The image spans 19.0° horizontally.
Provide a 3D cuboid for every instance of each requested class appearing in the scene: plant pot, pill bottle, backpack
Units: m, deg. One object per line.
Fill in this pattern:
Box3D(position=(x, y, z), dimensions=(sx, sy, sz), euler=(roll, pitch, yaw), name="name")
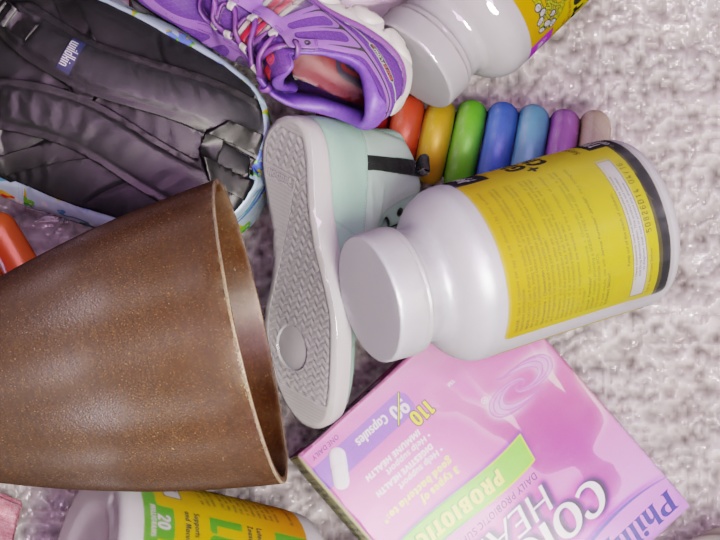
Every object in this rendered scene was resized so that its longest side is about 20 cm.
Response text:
Box3D(position=(-0.161, 0.059, 1.299), dimensions=(0.199, 0.187, 0.188), euler=(-13, 85, 2), name="plant pot")
Box3D(position=(0.092, -0.008, 1.348), dimensions=(0.199, 0.112, 0.113), euler=(-16, 86, -25), name="pill bottle")
Box3D(position=(-0.088, 0.202, 1.384), dimensions=(0.199, 0.111, 0.112), euler=(17, 82, -28), name="pill bottle")
Box3D(position=(-0.150, -0.094, 1.427), dimensions=(0.199, 0.154, 0.164), euler=(17, 79, 17), name="backpack")
Box3D(position=(0.100, -0.201, 1.453), dimensions=(0.104, 0.104, 0.200), euler=(45, 72, 1), name="pill bottle")

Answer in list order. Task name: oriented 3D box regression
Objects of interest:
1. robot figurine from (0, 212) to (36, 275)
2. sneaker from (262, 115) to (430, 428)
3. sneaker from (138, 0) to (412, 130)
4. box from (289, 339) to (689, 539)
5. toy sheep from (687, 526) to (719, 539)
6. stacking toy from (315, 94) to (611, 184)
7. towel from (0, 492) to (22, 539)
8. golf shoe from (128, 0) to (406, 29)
Box3D(position=(-0.288, 0.025, 1.406), dimensions=(0.116, 0.144, 0.201), euler=(-28, 87, 32), name="robot figurine")
Box3D(position=(0.000, 0.000, 1.405), dimensions=(0.118, 0.074, 0.202), euler=(-3, 92, -43), name="sneaker")
Box3D(position=(-0.060, -0.156, 1.376), dimensions=(0.199, 0.084, 0.081), euler=(26, 122, 1), name="sneaker")
Box3D(position=(0.083, 0.141, 1.436), dimensions=(0.176, 0.097, 0.200), euler=(-41, 89, -8), name="box")
Box3D(position=(0.245, 0.238, 1.417), dimensions=(0.200, 0.138, 0.138), euler=(-28, 86, -48), name="toy sheep")
Box3D(position=(0.067, -0.086, 1.469), dimensions=(0.199, 0.085, 0.086), euler=(12, 83, 0), name="stacking toy")
Box3D(position=(-0.289, 0.204, 1.351), dimensions=(0.144, 0.023, 0.201), euler=(27, 45, -27), name="towel")
Box3D(position=(-0.058, -0.186, 1.460), dimensions=(0.199, 0.092, 0.073), euler=(-2, 81, -7), name="golf shoe")
